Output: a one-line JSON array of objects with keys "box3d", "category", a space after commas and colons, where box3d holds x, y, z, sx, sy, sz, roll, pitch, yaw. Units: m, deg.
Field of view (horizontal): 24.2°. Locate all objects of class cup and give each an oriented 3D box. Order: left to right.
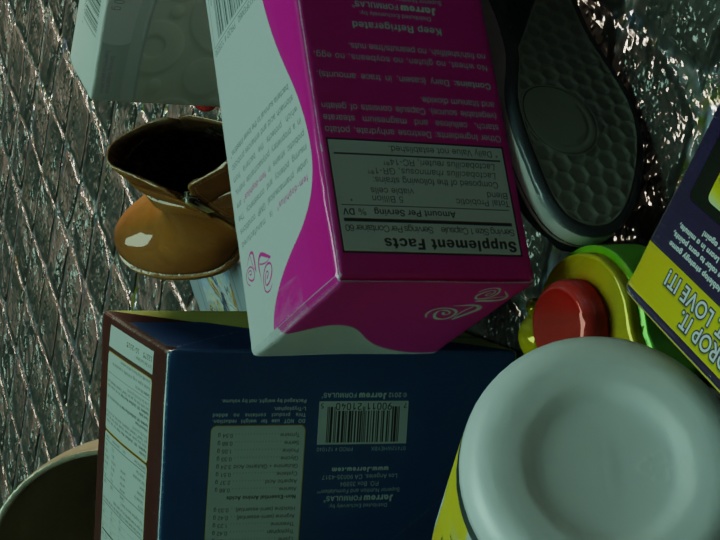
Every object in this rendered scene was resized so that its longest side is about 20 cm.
[{"box3d": [-0.169, 0.207, 1.289, 0.143, 0.199, 0.201, -70, -12, -74], "category": "cup"}]

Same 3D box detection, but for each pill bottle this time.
[{"box3d": [0.088, 0.114, 0.716, 0.200, 0.111, 0.113, 95, 165, -65], "category": "pill bottle"}]

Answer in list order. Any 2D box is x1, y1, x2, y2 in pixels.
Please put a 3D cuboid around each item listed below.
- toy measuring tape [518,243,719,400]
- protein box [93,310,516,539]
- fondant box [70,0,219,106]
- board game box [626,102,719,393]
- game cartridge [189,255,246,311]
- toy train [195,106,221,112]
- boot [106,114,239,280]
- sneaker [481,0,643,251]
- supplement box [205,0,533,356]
[{"box3d": [0.133, 0.022, 0.715, 0.200, 0.073, 0.074, -1, 89, 57], "category": "toy measuring tape"}, {"box3d": [-0.036, 0.131, 0.928, 0.135, 0.197, 0.201, -160, 73, -66], "category": "protein box"}, {"box3d": [-0.060, -0.172, 0.991, 0.058, 0.199, 0.145, -125, 42, -51], "category": "fondant box"}, {"box3d": [0.189, -0.009, 0.556, 0.166, 0.056, 0.200, -66, 30, 22], "category": "board game box"}, {"box3d": [-0.087, 0.012, 1.200, 0.200, 0.041, 0.134, 34, 147, 63], "category": "game cartridge"}, {"box3d": [-0.074, -0.095, 1.188, 0.200, 0.084, 0.116, -165, 64, -66], "category": "toy train"}, {"box3d": [-0.107, -0.045, 1.032, 0.199, 0.155, 0.077, -6, 80, 30], "category": "boot"}, {"box3d": [0.065, -0.061, 0.844, 0.146, 0.077, 0.203, -56, 35, 43], "category": "sneaker"}, {"box3d": [-0.002, -0.070, 0.780, 0.101, 0.103, 0.201, -39, 54, 57], "category": "supplement box"}]
